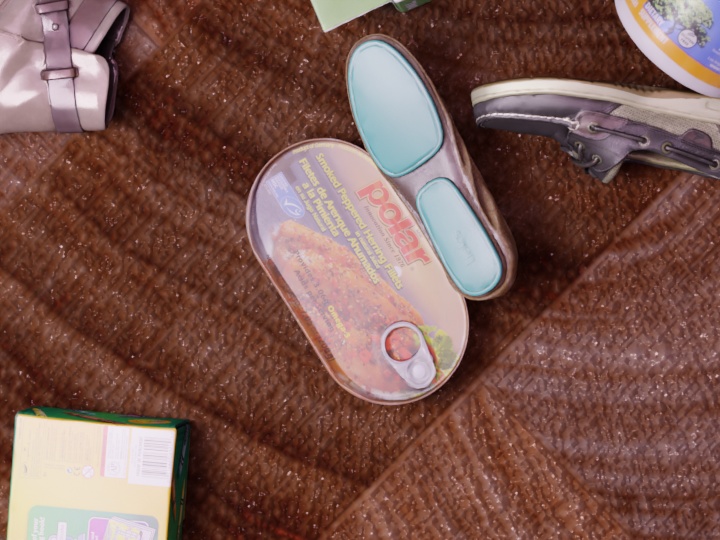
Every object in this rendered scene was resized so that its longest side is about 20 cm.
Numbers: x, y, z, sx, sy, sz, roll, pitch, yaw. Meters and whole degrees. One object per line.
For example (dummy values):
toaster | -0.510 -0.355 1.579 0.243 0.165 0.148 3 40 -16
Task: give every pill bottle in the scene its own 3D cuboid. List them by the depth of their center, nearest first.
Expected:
pill bottle | 0.268 -0.220 1.352 0.112 0.112 0.200 43 122 5

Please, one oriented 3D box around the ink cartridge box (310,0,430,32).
ink cartridge box | 0.049 -0.249 1.438 0.199 0.059 0.105 -23 87 6

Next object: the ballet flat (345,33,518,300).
ballet flat | 0.055 -0.073 1.431 0.068 0.072 0.201 -32 87 23

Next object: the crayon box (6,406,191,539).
crayon box | -0.190 0.203 1.464 0.118 0.058 0.202 5 91 6

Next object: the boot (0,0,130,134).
boot | -0.249 -0.125 1.467 0.145 0.070 0.202 14 92 4

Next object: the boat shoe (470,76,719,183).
boat shoe | 0.174 -0.094 1.419 0.199 0.072 0.067 4 85 2

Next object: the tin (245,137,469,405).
tin | 0.000 0.000 1.455 0.112 0.042 0.201 -32 87 9
